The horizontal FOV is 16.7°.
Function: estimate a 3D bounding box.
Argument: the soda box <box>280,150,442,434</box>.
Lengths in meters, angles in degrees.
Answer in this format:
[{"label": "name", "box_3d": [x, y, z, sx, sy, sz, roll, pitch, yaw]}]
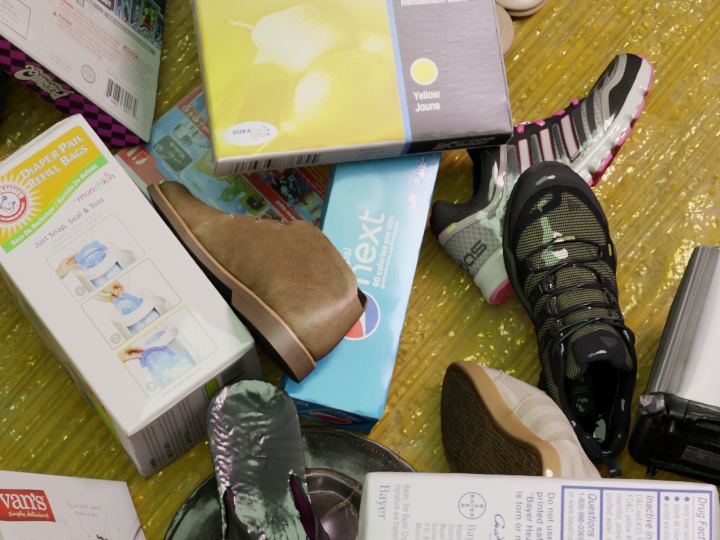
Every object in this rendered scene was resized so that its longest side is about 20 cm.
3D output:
[{"label": "soda box", "box_3d": [0.000, 0.000, 1.611, 0.068, 0.064, 0.200, 14, 76, -4]}]

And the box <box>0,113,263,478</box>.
[{"label": "box", "box_3d": [-0.161, 0.017, 1.593, 0.101, 0.113, 0.200, -35, 74, -10]}]

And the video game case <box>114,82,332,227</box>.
[{"label": "video game case", "box_3d": [-0.049, -0.089, 1.679, 0.200, 0.017, 0.143, -41, 75, -13]}]

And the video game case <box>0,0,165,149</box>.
[{"label": "video game case", "box_3d": [-0.199, -0.202, 1.623, 0.036, 0.200, 0.182, -10, 63, 29]}]

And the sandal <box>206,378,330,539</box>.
[{"label": "sandal", "box_3d": [-0.055, 0.154, 1.495, 0.075, 0.048, 0.201, -14, 64, -9]}]

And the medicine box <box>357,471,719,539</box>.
[{"label": "medicine box", "box_3d": [0.098, 0.187, 1.404, 0.199, 0.182, 0.103, 2, 72, 2]}]

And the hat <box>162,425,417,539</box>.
[{"label": "hat", "box_3d": [-0.036, 0.185, 1.550, 0.200, 0.081, 0.201, 0, 72, 0]}]

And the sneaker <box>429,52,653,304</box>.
[{"label": "sneaker", "box_3d": [0.117, -0.078, 1.643, 0.087, 0.074, 0.200, 36, 80, 6]}]

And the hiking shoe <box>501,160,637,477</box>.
[{"label": "hiking shoe", "box_3d": [0.145, 0.029, 1.560, 0.076, 0.101, 0.200, -14, 99, -14]}]

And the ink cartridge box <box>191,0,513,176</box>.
[{"label": "ink cartridge box", "box_3d": [-0.011, -0.170, 1.593, 0.197, 0.047, 0.200, -7, 80, -8]}]

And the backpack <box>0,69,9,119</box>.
[{"label": "backpack", "box_3d": [-0.329, -0.130, 1.604, 0.199, 0.191, 0.154, 1, 71, 0]}]

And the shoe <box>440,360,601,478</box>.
[{"label": "shoe", "box_3d": [0.099, 0.111, 1.539, 0.053, 0.200, 0.070, 6, 107, -20]}]

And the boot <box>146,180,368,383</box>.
[{"label": "boot", "box_3d": [-0.067, -0.008, 1.576, 0.075, 0.074, 0.200, -41, 49, -8]}]

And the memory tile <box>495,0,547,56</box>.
[{"label": "memory tile", "box_3d": [0.054, -0.209, 1.709, 0.153, 0.017, 0.200, 33, 68, 11]}]

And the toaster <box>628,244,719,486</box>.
[{"label": "toaster", "box_3d": [0.266, 0.076, 1.525, 0.180, 0.200, 0.119, 15, 76, 6]}]

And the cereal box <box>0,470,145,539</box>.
[{"label": "cereal box", "box_3d": [-0.167, 0.220, 1.503, 0.039, 0.144, 0.200, -33, 67, 25]}]
